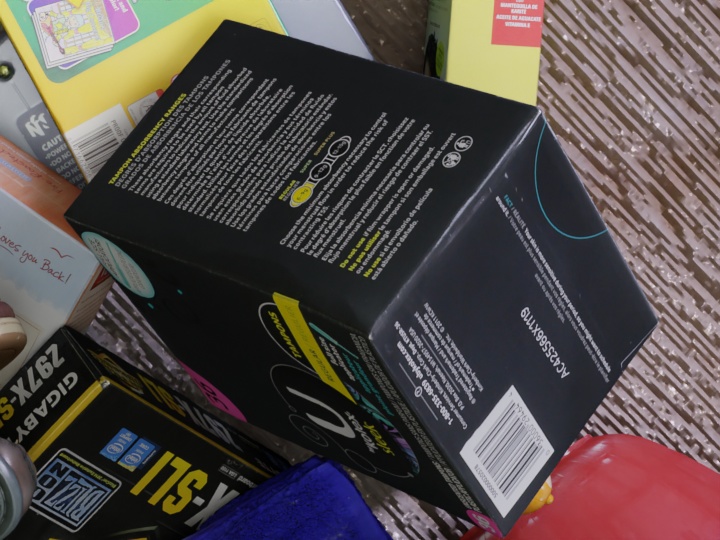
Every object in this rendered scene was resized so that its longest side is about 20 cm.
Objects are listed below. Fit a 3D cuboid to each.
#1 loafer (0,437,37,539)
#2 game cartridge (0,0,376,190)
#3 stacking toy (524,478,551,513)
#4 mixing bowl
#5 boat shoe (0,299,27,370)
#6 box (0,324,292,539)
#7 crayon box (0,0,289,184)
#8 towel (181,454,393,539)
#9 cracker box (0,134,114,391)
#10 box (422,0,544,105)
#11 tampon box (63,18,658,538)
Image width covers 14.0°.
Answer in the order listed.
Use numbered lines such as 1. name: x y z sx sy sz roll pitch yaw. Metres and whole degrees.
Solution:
1. loafer: -0.222 0.092 1.305 0.199 0.063 0.072 -9 108 30
2. game cartridge: -0.101 -0.090 1.435 0.199 0.041 0.133 -32 105 -3
3. stacking toy: 0.046 0.067 1.384 0.116 0.200 0.110 38 93 -23
4. mixing bowl: 0.109 0.152 1.435 0.200 0.200 0.108 -40 83 -1
5. boat shoe: -0.237 0.033 1.320 0.199 0.072 0.072 -18 84 36
6. box: -0.127 0.129 1.394 0.160 0.049 0.200 -47 141 5
7. crayon box: -0.118 -0.144 1.378 0.118 0.058 0.201 -28 101 -3
8. towel: -0.066 0.179 1.335 0.199 0.148 0.050 -31 144 -9
9. cracker box: -0.209 0.030 1.380 0.134 0.058 0.200 35 112 7
10. box: 0.061 -0.120 1.434 0.050 0.075 0.201 4 97 -9
11. tampon box: 0.000 0.000 1.291 0.126 0.200 0.150 -52 134 -19
